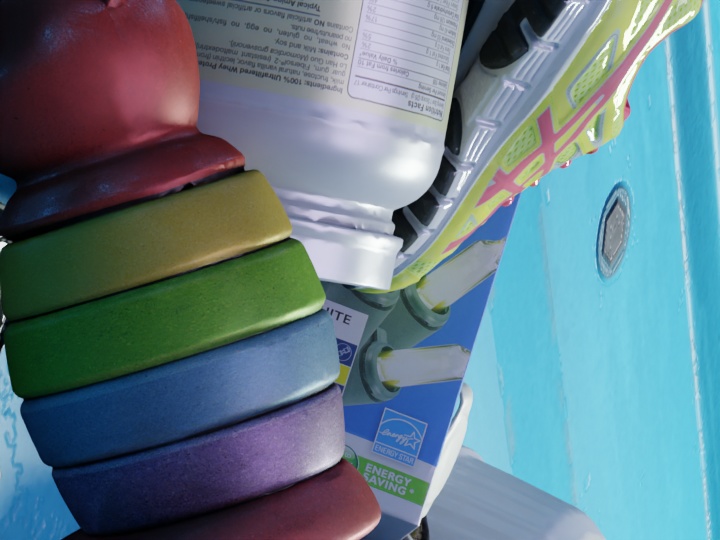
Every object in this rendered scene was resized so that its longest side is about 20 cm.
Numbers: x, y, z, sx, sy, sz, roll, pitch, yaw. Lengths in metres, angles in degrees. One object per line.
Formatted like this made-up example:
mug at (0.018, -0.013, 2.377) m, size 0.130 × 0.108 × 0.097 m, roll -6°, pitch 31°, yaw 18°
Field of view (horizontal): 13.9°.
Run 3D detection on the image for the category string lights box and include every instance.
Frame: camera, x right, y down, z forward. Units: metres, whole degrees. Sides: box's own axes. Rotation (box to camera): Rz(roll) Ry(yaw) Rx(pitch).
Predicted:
string lights box at (0.000, 0.000, 1.208) m, size 0.059 × 0.102 × 0.201 m, roll 132°, pitch -23°, yaw -70°

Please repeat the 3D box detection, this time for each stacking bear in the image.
stacking bear at (-0.072, 0.000, 0.946) m, size 0.113 × 0.121 × 0.201 m, roll -17°, pitch 93°, yaw -19°

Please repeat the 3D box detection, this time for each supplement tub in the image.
supplement tub at (-0.032, -0.102, 1.056) m, size 0.145 × 0.144 × 0.201 m, roll 9°, pitch 91°, yaw -66°

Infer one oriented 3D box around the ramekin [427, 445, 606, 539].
ramekin at (0.050, 0.187, 1.399) m, size 0.202 × 0.094 × 0.203 m, roll -48°, pitch 146°, yaw -49°

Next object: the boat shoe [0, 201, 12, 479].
boat shoe at (-0.150, 0.056, 0.956) m, size 0.075 × 0.062 × 0.200 m, roll 74°, pitch 33°, yaw -41°

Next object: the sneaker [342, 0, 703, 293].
sneaker at (0.059, -0.058, 1.121) m, size 0.090 × 0.200 × 0.078 m, roll 10°, pitch 45°, yaw -37°

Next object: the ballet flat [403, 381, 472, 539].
ballet flat at (0.019, 0.033, 1.281) m, size 0.073 × 0.073 × 0.201 m, roll -3°, pitch 102°, yaw -66°
